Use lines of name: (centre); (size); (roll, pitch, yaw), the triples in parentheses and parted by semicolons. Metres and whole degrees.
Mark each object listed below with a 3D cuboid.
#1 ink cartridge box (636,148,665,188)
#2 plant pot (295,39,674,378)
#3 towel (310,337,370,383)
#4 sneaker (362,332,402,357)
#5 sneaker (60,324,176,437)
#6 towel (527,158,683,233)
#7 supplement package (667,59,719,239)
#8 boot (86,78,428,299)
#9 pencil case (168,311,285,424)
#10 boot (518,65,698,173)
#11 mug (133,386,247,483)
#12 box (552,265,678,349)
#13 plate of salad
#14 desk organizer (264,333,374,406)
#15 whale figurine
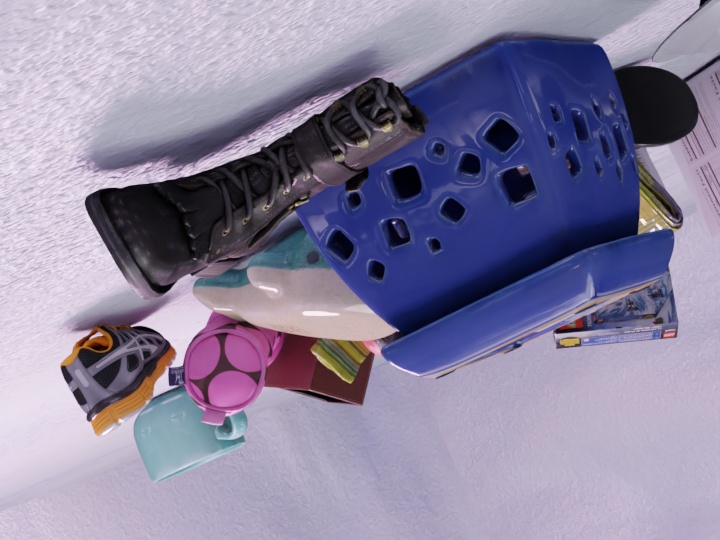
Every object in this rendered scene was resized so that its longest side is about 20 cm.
ink cartridge box: (0.208, -0.071, 1.705); (0.176, 0.084, 0.200); (-23, 174, -5)
plant pot: (0.094, -0.039, 1.119); (0.200, 0.180, 0.200); (-28, 172, 29)
towel: (0.031, 0.014, 1.516); (0.200, 0.018, 0.086); (-52, 151, -4)
sneaker: (0.077, 0.000, 1.454); (0.200, 0.071, 0.098); (-60, -152, 3)
sneaker: (-0.223, 0.081, 1.461); (0.078, 0.077, 0.200); (-37, -169, 6)
towel: (0.211, -0.069, 1.507); (0.023, 0.144, 0.200); (-45, -177, -25)
supplement package: (0.413, -0.146, 1.526); (0.152, 0.151, 0.200); (-21, 174, -26)
boot: (-0.052, -0.059, 0.925); (0.174, 0.069, 0.200); (-31, 177, 17)
pencil case: (-0.122, 0.080, 1.542); (0.091, 0.094, 0.200); (5, -170, 4)
boot: (0.171, -0.110, 1.381); (0.200, 0.069, 0.174); (-14, 173, -20)
mug: (-0.250, 0.231, 2.402); (0.185, 0.114, 0.152); (-25, 173, 8)
box: (0.276, -0.012, 1.806); (0.137, 0.200, 0.040); (-5, 148, 4)
plate of salad: (0.265, -0.199, 1.019); (0.200, 0.048, 0.200); (-34, 174, -4)
desk organizer: (-0.066, 0.092, 1.665); (0.072, 0.077, 0.200); (19, 169, -30)
whale figurine: (-0.048, 0.003, 1.410); (0.200, 0.104, 0.159); (-3, 163, 33)
